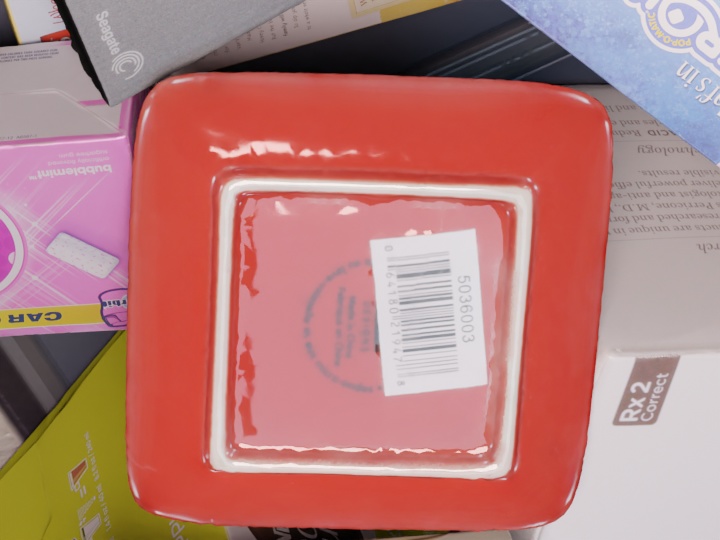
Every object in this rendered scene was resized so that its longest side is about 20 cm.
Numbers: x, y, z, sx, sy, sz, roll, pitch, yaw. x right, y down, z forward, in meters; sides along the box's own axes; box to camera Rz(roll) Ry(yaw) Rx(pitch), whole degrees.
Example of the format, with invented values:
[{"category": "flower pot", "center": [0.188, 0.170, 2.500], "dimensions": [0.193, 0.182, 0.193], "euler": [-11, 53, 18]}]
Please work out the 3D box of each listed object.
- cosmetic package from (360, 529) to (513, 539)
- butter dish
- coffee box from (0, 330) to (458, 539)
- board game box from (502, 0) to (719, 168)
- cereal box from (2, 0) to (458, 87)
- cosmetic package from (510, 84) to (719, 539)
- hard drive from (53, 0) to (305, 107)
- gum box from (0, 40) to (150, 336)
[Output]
[{"category": "cosmetic package", "center": [-0.028, 0.177, 0.887], "dimensions": [0.198, 0.073, 0.104], "euler": [-3, 131, -17]}, {"category": "butter dish", "center": [0.000, 0.000, 0.901], "dimensions": [0.198, 0.148, 0.202], "euler": [2, 109, -3]}, {"category": "coffee box", "center": [-0.067, 0.166, 1.053], "dimensions": [0.197, 0.200, 0.200], "euler": [24, 120, -36]}, {"category": "board game box", "center": [0.188, -0.136, 0.832], "dimensions": [0.199, 0.043, 0.199], "euler": [35, 115, -8]}, {"category": "cereal box", "center": [-0.061, -0.155, 0.873], "dimensions": [0.199, 0.040, 0.145], "euler": [-15, 134, -5]}, {"category": "cosmetic package", "center": [0.138, 0.031, 1.005], "dimensions": [0.164, 0.201, 0.166], "euler": [-2, 132, -18]}, {"category": "hard drive", "center": [-0.034, -0.159, 0.790], "dimensions": [0.199, 0.033, 0.140], "euler": [-30, 147, -9]}, {"category": "gum box", "center": [-0.185, -0.030, 0.890], "dimensions": [0.198, 0.066, 0.114], "euler": [-4, 136, 4]}]
